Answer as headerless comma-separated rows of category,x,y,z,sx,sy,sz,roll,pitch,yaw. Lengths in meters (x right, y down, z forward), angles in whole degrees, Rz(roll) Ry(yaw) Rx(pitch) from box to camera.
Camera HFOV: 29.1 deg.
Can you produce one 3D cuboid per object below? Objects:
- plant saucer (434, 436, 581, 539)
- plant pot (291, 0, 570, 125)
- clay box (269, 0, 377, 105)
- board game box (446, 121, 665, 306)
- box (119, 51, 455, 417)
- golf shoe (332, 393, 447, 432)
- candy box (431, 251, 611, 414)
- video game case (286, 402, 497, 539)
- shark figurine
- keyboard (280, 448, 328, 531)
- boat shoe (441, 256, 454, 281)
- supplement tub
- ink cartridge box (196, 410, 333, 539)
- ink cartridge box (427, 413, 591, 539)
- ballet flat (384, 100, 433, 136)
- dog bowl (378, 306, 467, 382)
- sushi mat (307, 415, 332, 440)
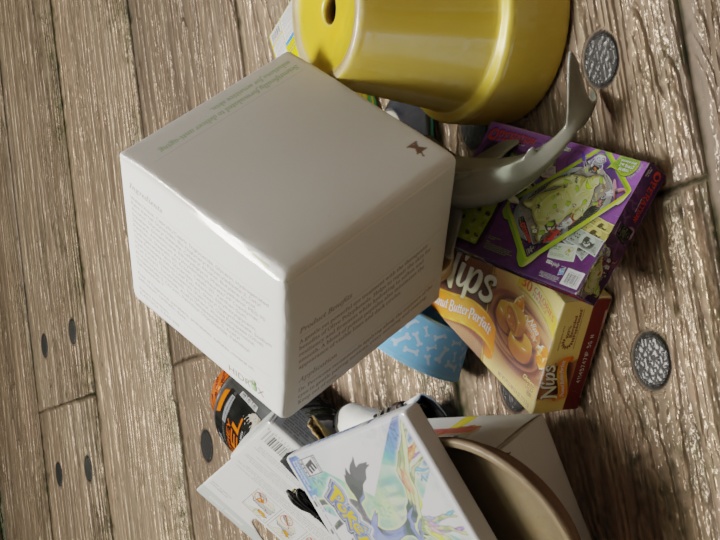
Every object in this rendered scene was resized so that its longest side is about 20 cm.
plant saucer,0.106,0.220,1.129,0.200,0.029,0.201,24,129,34
plant pot,0.050,-0.228,1.216,0.201,0.188,0.202,14,106,61
clay box,-0.039,-0.207,1.532,0.115,0.047,0.201,-48,54,54
board game box,0.149,-0.052,1.151,0.200,0.032,0.120,26,89,54
box,-0.060,-0.034,1.150,0.200,0.199,0.172,36,144,26
golf shoe,0.048,0.159,1.402,0.200,0.078,0.095,25,113,47
candy box,0.133,0.022,1.234,0.200,0.055,0.116,50,135,48
video game case,0.039,0.220,1.160,0.182,0.022,0.200,-29,91,51
shark figurine,0.099,-0.093,1.148,0.214,0.089,0.129,-17,54,44
keyboard,-0.008,0.257,1.405,0.200,0.021,0.127,47,147,-9
boat shoe,0.000,0.000,1.298,0.199,0.069,0.074,-4,61,24
supplement tub,-0.093,0.182,1.610,0.200,0.122,0.123,36,125,55
ink cartridge box,-0.056,0.251,1.487,0.200,0.044,0.174,42,135,-4
ink cartridge box,0.092,0.209,1.226,0.200,0.083,0.146,-10,107,50
ballet flat,0.038,-0.097,1.382,0.073,0.073,0.201,-3,91,62
dog bowl,0.036,0.040,1.368,0.050,0.111,0.200,-61,36,11
sushi mat,0.025,0.224,1.351,0.012,0.200,0.096,-43,26,2
